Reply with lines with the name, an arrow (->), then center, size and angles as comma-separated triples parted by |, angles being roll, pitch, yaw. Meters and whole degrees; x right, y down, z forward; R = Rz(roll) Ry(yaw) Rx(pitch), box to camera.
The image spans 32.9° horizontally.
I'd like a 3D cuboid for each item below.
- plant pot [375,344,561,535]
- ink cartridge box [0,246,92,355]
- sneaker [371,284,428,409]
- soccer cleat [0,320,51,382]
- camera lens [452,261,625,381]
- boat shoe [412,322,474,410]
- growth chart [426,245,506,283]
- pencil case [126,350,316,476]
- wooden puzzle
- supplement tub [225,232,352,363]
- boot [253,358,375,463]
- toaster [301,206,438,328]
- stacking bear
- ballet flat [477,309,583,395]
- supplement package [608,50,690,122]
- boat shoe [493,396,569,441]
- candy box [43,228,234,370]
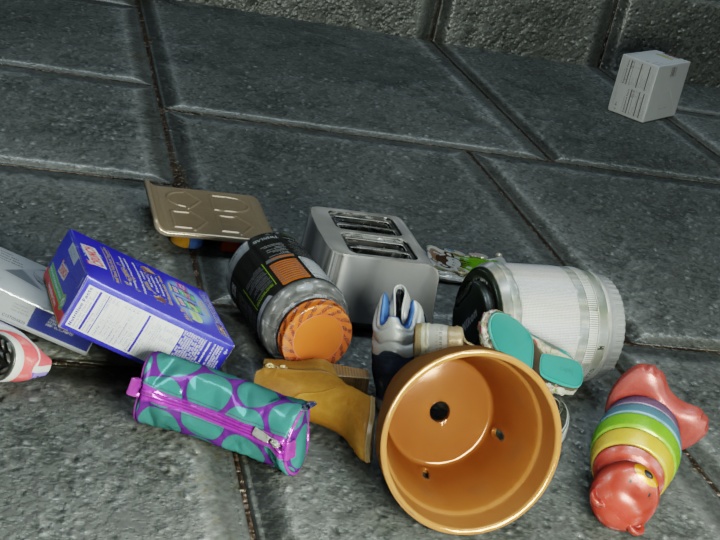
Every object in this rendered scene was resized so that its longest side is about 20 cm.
plant pot -> 0.102, 0.171, 1.339 | 0.199, 0.202, 0.140 | 7, 7, -14
ink cartridge box -> -0.421, 0.012, 1.490 | 0.199, 0.041, 0.200 | 27, 11, -25
sneaker -> 0.067, 0.079, 1.550 | 0.080, 0.147, 0.200 | 7, 22, 17
soccer cleat -> -0.445, 0.077, 1.419 | 0.199, 0.069, 0.073 | 24, 3, 31
camera lens -> 0.235, 0.072, 1.651 | 0.199, 0.161, 0.160 | 3, 24, -22
boat shoe -> 0.119, 0.120, 1.481 | 0.069, 0.074, 0.200 | -4, -24, 17
growth chart -> 0.161, -0.009, 1.986 | 0.199, 0.018, 0.145 | 5, 23, -19
pencil case -> -0.152, 0.156, 1.347 | 0.199, 0.086, 0.092 | 17, 6, 11
wooden puzzle -> -0.237, -0.076, 1.901 | 0.199, 0.047, 0.185 | 10, 23, -20
supplement tub -> -0.092, 0.042, 1.595 | 0.122, 0.123, 0.200 | 1, 26, -26
boot -> -0.057, 0.162, 1.424 | 0.143, 0.071, 0.201 | 4, 20, -6
toaster -> 0.000, 0.000, 1.743 | 0.199, 0.119, 0.181 | 7, 23, -17
stacking bear -> 0.318, 0.222, 1.419 | 0.121, 0.114, 0.200 | 43, 36, -4
ballet flat -> 0.198, 0.109, 1.514 | 0.200, 0.076, 0.064 | 33, -28, -35
supplement package -> 0.774, -0.496, 3.264 | 0.111, 0.157, 0.199 | 27, 27, 31
boat shoe -> 0.211, 0.185, 1.500 | 0.070, 0.064, 0.200 | 23, 24, 23
candy box -> -0.267, 0.046, 1.455 | 0.199, 0.077, 0.169 | 29, 9, -27
